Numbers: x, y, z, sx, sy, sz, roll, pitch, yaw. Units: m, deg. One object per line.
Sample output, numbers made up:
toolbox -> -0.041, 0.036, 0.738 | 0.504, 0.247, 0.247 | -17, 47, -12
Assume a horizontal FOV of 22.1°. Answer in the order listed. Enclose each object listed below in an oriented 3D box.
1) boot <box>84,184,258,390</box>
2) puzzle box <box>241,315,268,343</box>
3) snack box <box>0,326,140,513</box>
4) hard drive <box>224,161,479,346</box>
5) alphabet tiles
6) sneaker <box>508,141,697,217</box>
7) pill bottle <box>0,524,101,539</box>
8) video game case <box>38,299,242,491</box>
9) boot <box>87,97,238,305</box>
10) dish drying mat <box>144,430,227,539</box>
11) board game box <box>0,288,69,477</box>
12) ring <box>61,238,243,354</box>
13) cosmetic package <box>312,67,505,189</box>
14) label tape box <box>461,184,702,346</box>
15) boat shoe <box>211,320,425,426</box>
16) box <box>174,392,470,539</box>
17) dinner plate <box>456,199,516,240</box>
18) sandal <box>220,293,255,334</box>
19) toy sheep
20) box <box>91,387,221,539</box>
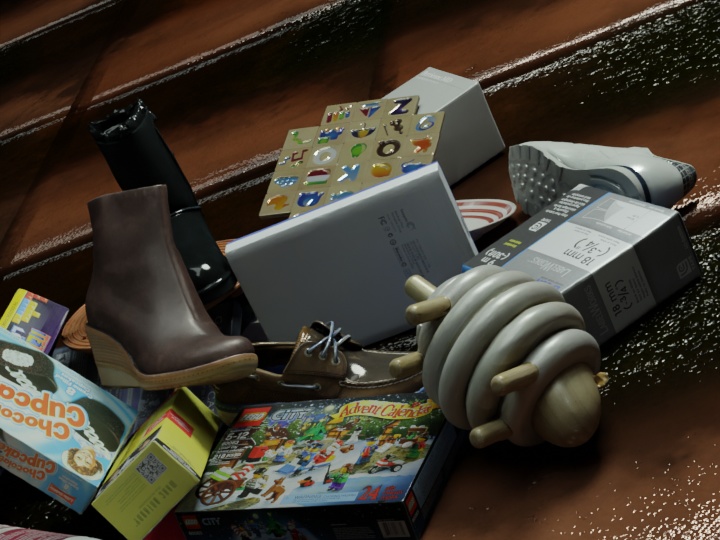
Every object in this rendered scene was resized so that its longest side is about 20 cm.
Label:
boot -> -0.163, 0.013, 1.517 | 0.072, 0.168, 0.199 | -3, -1, -45
puzzle box -> -0.100, 0.028, 1.771 | 0.198, 0.026, 0.133 | -9, 29, 33
snack box -> -0.287, 0.105, 1.503 | 0.037, 0.199, 0.116 | -55, 6, 29
hard drive -> 0.000, 0.000, 1.594 | 0.198, 0.133, 0.025 | -21, 25, 12
alphabet tiles -> -0.007, -0.101, 1.768 | 0.165, 0.006, 0.201 | -5, 40, 19
sneaker -> 0.209, -0.080, 1.643 | 0.080, 0.077, 0.199 | -25, 26, -28
pill bottle -> -0.228, 0.247, 1.352 | 0.199, 0.110, 0.110 | -1, 34, 44
video game case -> -0.198, 0.111, 1.641 | 0.198, 0.019, 0.144 | -15, 51, 22
boot -> -0.178, -0.061, 1.635 | 0.073, 0.164, 0.198 | -25, 19, -3
dish drying mat -> -0.114, 0.182, 1.484 | 0.076, 0.018, 0.200 | -4, 31, 33
board game box -> -0.329, 0.137, 1.626 | 0.201, 0.056, 0.166 | -76, 11, -59
ring -> -0.180, 0.026, 1.686 | 0.199, 0.019, 0.201 | -22, 18, 7
cosmetic package -> 0.033, -0.114, 1.849 | 0.199, 0.091, 0.107 | -38, 29, -17
label tape box -> 0.154, 0.016, 1.494 | 0.199, 0.064, 0.144 | -34, 24, -18
boat shoe -> -0.034, 0.084, 1.512 | 0.198, 0.073, 0.072 | -8, 25, 16
box -> -0.028, 0.152, 1.412 | 0.198, 0.038, 0.137 | -7, 30, 27
dinner plate -> 0.047, -0.034, 1.697 | 0.198, 0.025, 0.200 | -11, 9, 2
sandal -> -0.140, 0.046, 1.697 | 0.075, 0.045, 0.201 | 18, 66, 45
toy sheep -> 0.100, 0.061, 1.359 | 0.137, 0.138, 0.200 | -35, 58, -20
box -> -0.159, 0.150, 1.466 | 0.075, 0.050, 0.200 | -45, 5, 8
